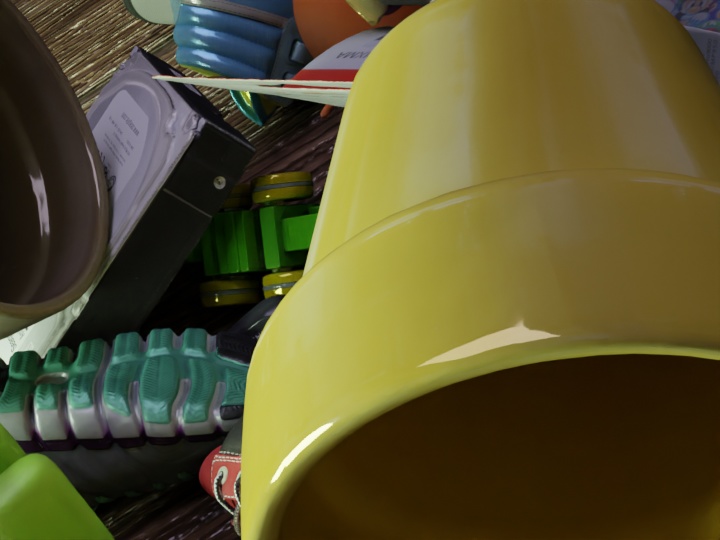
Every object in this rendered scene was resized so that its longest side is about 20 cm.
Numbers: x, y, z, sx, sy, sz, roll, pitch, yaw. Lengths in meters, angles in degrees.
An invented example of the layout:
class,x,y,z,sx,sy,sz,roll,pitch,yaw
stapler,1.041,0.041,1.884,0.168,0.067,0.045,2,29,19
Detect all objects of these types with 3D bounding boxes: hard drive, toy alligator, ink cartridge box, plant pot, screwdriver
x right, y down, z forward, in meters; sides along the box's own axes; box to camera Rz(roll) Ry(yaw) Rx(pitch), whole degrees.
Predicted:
class,x,y,z,sx,sy,sz,roll,pitch,yaw
hard drive,-0.138,-0.006,0.961,0.200,0.038,0.140,-56,29,8
toy alligator,-0.022,-0.018,0.927,0.200,0.059,0.054,-8,-2,37
ink cartridge box,0.042,-0.087,0.795,0.162,0.200,0.057,7,88,48
plant pot,0.062,0.012,0.614,0.201,0.201,0.189,-21,46,20
plant pot,-0.244,-0.034,0.877,0.173,0.200,0.200,-29,29,27
screwdriver,0.000,0.000,0.859,0.200,0.028,0.029,-34,53,27

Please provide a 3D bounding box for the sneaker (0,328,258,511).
class,x,y,z,sx,sy,sz,roll,pitch,yaw
sneaker,-0.114,0.080,0.869,0.200,0.088,0.074,-2,29,6

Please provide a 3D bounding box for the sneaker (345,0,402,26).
class,x,y,z,sx,sy,sz,roll,pitch,yaw
sneaker,0.015,-0.198,0.898,0.090,0.075,0.200,-31,37,23

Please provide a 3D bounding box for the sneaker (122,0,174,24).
class,x,y,z,sx,sy,sz,roll,pitch,yaw
sneaker,-0.079,-0.184,1.202,0.200,0.074,0.079,-6,45,39

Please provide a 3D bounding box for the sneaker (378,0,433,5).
class,x,y,z,sx,sy,sz,roll,pitch,yaw
sneaker,0.063,-0.204,0.835,0.108,0.067,0.202,4,70,-5

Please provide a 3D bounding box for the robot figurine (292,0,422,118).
class,x,y,z,sx,sy,sz,roll,pitch,yaw
robot figurine,0.045,-0.163,0.994,0.200,0.117,0.144,-50,39,-11

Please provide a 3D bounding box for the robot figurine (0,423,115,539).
class,x,y,z,sx,sy,sz,roll,pitch,yaw
robot figurine,-0.195,0.155,0.776,0.200,0.116,0.175,-45,44,-19

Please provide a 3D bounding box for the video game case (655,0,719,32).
class,x,y,z,sx,sy,sz,roll,pitch,yaw
video game case,0.145,-0.085,0.887,0.200,0.024,0.182,-5,40,40

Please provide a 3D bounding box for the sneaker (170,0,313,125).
class,x,y,z,sx,sy,sz,roll,pitch,yaw
sneaker,-0.019,-0.149,1.097,0.200,0.131,0.080,-2,6,-15

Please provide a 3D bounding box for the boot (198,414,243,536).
class,x,y,z,sx,sy,sz,roll,pitch,yaw
boot,-0.024,0.109,0.728,0.144,0.072,0.200,-9,30,36
